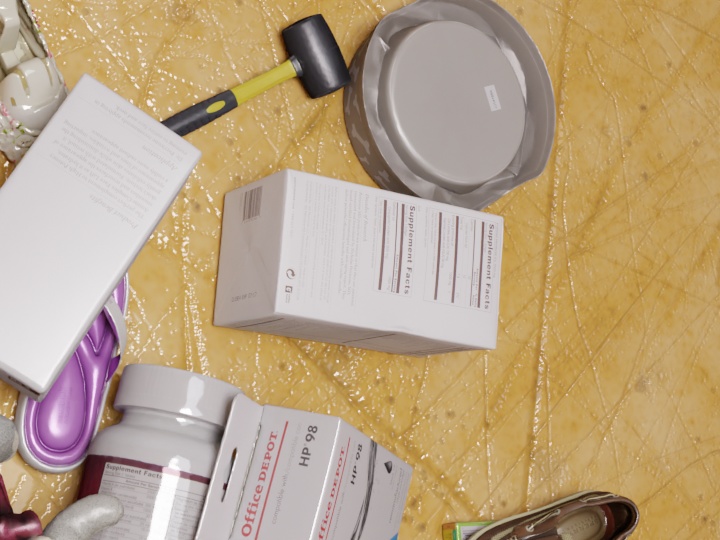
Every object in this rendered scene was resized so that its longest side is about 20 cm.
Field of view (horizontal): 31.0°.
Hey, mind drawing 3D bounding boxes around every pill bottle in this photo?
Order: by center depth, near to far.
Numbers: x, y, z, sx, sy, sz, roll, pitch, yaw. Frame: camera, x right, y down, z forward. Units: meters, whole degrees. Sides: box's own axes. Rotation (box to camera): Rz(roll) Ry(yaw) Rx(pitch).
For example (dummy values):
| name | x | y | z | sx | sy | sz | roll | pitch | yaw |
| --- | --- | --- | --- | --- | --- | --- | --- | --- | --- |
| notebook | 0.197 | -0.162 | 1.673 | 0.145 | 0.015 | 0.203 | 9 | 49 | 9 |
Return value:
| name | x | y | z | sx | sy | sz | roll | pitch | yaw |
| --- | --- | --- | --- | --- | --- | --- | --- | --- | --- |
| pill bottle | -0.147 | 0.174 | 0.913 | 0.109 | 0.109 | 0.201 | 20 | 73 | -27 |

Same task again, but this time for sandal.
| name | x | y | z | sx | sy | sz | roll | pitch | yaw |
| --- | --- | --- | --- | --- | --- | --- | --- | --- | --- |
| sandal | -0.202 | 0.044 | 0.936 | 0.082 | 0.050 | 0.204 | 6 | 79 | -30 |

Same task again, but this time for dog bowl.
| name | x | y | z | sx | sy | sz | roll | pitch | yaw |
| --- | --- | --- | --- | --- | --- | --- | --- | --- | --- |
| dog bowl | 0.074 | -0.141 | 1.123 | 0.199 | 0.059 | 0.201 | 5 | 81 | -30 |

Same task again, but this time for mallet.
| name | x | y | z | sx | sy | sz | roll | pitch | yaw |
| --- | --- | --- | --- | --- | --- | --- | --- | --- | --- |
| mallet | -0.091 | -0.132 | 1.041 | 0.200 | 0.041 | 0.066 | -39 | 105 | -24 |

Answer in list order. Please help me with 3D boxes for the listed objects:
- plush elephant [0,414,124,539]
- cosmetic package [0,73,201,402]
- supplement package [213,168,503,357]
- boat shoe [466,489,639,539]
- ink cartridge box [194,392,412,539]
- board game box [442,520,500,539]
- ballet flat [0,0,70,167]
| name | x | y | z | sx | sy | sz | roll | pitch | yaw |
| --- | --- | --- | --- | --- | --- | --- | --- | --- | --- |
| plush elephant | -0.221 | 0.174 | 0.798 | 0.154 | 0.165 | 0.201 | 19 | 61 | 5 |
| cosmetic package | -0.203 | -0.022 | 0.884 | 0.101 | 0.074 | 0.200 | 34 | 73 | -6 |
| supplement package | 0.000 | 0.000 | 1.026 | 0.199 | 0.114 | 0.110 | 11 | 78 | -30 |
| boat shoe | 0.150 | 0.232 | 1.072 | 0.202 | 0.075 | 0.075 | -26 | 92 | -33 |
| ink cartridge box | -0.035 | 0.171 | 0.945 | 0.200 | 0.066 | 0.116 | 44 | 57 | -60 |
| board game box | 0.120 | 0.313 | 1.094 | 0.095 | 0.030 | 0.201 | 4 | 74 | -30 |
| ballet flat | -0.253 | -0.156 | 0.928 | 0.076 | 0.064 | 0.201 | -31 | 99 | -31 |
